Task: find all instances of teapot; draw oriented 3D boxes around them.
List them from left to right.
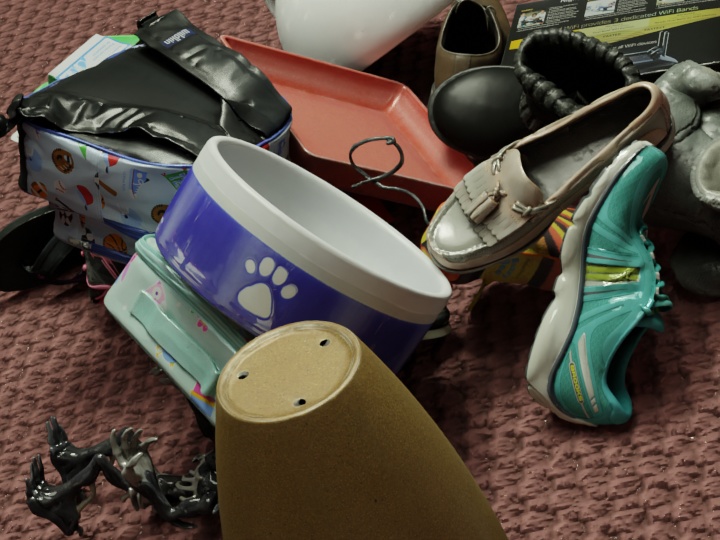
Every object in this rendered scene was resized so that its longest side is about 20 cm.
[{"bbox_3d":[-0.010,-0.268,1.756,0.200,0.146,0.197,-36,6,16],"label":"teapot"}]

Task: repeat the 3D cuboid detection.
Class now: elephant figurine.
[{"bbox_3d":[0.275,-0.051,1.385,0.155,0.141,0.200,-47,54,12],"label":"elephant figurine"}]

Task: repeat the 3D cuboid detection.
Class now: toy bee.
[{"bbox_3d":[0.087,-0.016,1.425,0.199,0.131,0.109,2,47,5],"label":"toy bee"}]

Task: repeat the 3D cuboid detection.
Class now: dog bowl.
[{"bbox_3d":[-0.040,-0.007,1.322,0.079,0.200,0.200,-56,34,11],"label":"dog bowl"}]

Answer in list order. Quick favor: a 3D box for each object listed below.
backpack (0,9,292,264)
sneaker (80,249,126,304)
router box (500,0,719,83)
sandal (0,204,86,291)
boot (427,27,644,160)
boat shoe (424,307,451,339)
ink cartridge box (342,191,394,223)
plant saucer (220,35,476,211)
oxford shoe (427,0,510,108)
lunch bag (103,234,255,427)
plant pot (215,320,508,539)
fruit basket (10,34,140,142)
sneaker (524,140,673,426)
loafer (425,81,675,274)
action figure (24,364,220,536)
[{"bbox_3d":[-0.149,-0.087,1.467,0.190,0.155,0.200,16,39,32],"label":"backpack"},{"bbox_3d":[-0.210,-0.023,1.586,0.200,0.079,0.096,42,104,27],"label":"sneaker"},{"bbox_3d":[0.224,-0.186,1.655,0.199,0.052,0.157,-6,36,20],"label":"router box"},{"bbox_3d":[-0.233,-0.028,1.651,0.200,0.075,0.048,-21,43,-2],"label":"sandal"},{"bbox_3d":[0.136,-0.139,1.518,0.210,0.158,0.080,5,82,21],"label":"boot"},{"bbox_3d":[0.000,0.000,1.488,0.072,0.068,0.200,-12,29,-31],"label":"boat shoe"},{"bbox_3d":[-0.055,-0.086,1.659,0.109,0.050,0.200,-24,34,-7],"label":"ink cartridge box"},{"bbox_3d":[-0.007,-0.114,1.586,0.199,0.037,0.200,10,28,-34],"label":"plant saucer"},{"bbox_3d":[0.106,-0.211,1.710,0.072,0.085,0.200,7,33,3],"label":"oxford shoe"},{"bbox_3d":[-0.079,0.056,1.348,0.200,0.160,0.077,40,102,33],"label":"lunch bag"},{"bbox_3d":[-0.016,0.138,1.196,0.186,0.200,0.187,-14,35,10],"label":"plant pot"},{"bbox_3d":[-0.202,-0.155,1.797,0.199,0.094,0.185,15,47,36],"label":"fruit basket"},{"bbox_3d":[0.181,0.011,1.320,0.079,0.201,0.077,18,6,30],"label":"sneaker"},{"bbox_3d":[0.129,-0.072,1.342,0.200,0.063,0.072,-32,67,1],"label":"loafer"},{"bbox_3d":[-0.141,0.130,1.359,0.199,0.102,0.119,-9,24,18],"label":"action figure"}]
